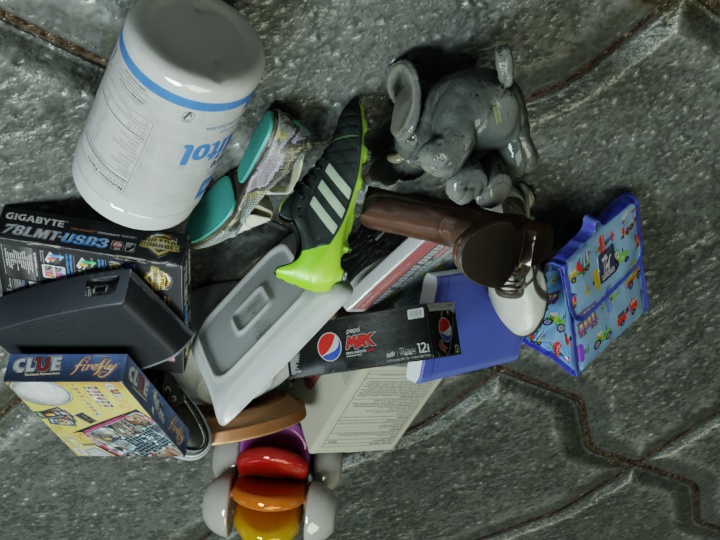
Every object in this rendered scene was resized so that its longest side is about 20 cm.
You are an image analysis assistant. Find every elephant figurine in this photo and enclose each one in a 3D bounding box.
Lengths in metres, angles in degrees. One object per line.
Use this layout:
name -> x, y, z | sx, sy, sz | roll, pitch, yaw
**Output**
elephant figurine -> 0.077, -0.153, 1.462 | 0.155, 0.200, 0.142 | -46, 128, -5

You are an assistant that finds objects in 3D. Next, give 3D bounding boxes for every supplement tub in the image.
supplement tub -> -0.179, -0.147, 1.329 | 0.132, 0.132, 0.200 | 2, 141, -27

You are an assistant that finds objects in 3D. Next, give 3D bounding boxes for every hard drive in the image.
hard drive -> -0.290, 0.064, 1.516 | 0.200, 0.042, 0.135 | -12, 138, 27
hard drive -> 0.137, 0.059, 1.745 | 0.200, 0.025, 0.132 | -8, 114, -49

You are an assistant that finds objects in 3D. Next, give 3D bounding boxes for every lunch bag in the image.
lunch bag -> 0.278, 0.003, 1.759 | 0.150, 0.094, 0.200 | -39, 144, -27

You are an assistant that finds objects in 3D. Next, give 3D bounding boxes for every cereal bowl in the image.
cereal bowl -> -0.157, 0.103, 1.736 | 0.200, 0.083, 0.200 | -13, 146, -9

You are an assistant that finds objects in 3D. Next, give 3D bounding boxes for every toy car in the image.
toy car -> -0.114, 0.258, 1.892 | 0.175, 0.200, 0.150 | 3, 128, 3

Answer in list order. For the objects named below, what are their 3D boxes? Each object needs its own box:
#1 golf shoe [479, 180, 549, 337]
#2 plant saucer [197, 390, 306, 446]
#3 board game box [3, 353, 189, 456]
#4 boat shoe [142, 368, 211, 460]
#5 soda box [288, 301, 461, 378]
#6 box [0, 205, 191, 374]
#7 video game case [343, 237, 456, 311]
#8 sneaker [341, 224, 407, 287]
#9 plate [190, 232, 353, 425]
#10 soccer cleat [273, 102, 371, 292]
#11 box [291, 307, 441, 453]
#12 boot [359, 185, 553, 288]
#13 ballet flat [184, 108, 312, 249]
golf shoe -> 0.164, -0.003, 1.657 | 0.078, 0.094, 0.200 | 0, 116, 27
plant saucer -> -0.168, 0.183, 1.800 | 0.200, 0.032, 0.200 | -9, -174, 1
board game box -> -0.282, 0.149, 1.569 | 0.135, 0.035, 0.200 | -1, 150, 14
boat shoe -> -0.244, 0.140, 1.663 | 0.069, 0.200, 0.057 | -43, -174, -20
soda box -> 0.013, 0.081, 1.662 | 0.200, 0.064, 0.071 | -10, 175, 32
box -> -0.280, 0.024, 1.537 | 0.198, 0.050, 0.200 | 8, 142, 1
video game case -> 0.071, -0.003, 1.666 | 0.143, 0.017, 0.200 | -43, 162, 18
sneaker -> 0.000, 0.000, 1.674 | 0.200, 0.074, 0.079 | -34, 148, 22
plate -> -0.108, 0.050, 1.556 | 0.200, 0.200, 0.032 | -46, 116, 4
soccer cleat -> -0.038, -0.079, 1.463 | 0.081, 0.201, 0.068 | 12, 172, -5
box -> 0.010, 0.134, 1.832 | 0.128, 0.109, 0.200 | 1, 142, -27
boot -> 0.066, -0.042, 1.427 | 0.186, 0.200, 0.064 | -4, 109, -59
ballet flat -> -0.111, -0.083, 1.500 | 0.072, 0.072, 0.200 | 10, 136, -35
